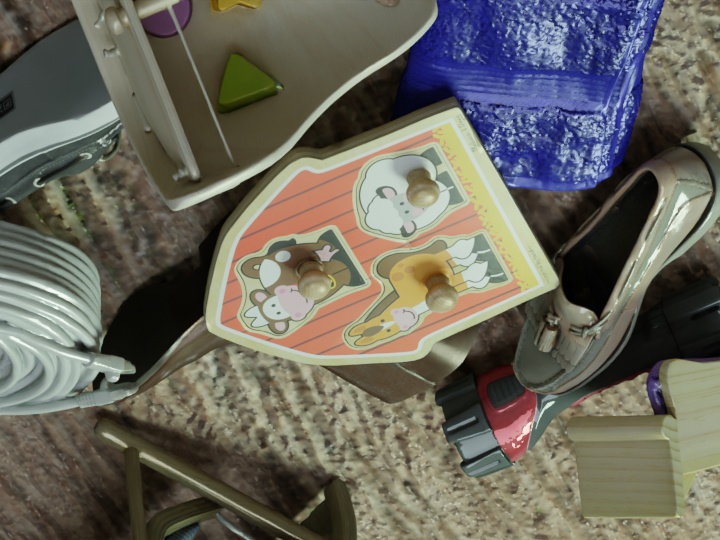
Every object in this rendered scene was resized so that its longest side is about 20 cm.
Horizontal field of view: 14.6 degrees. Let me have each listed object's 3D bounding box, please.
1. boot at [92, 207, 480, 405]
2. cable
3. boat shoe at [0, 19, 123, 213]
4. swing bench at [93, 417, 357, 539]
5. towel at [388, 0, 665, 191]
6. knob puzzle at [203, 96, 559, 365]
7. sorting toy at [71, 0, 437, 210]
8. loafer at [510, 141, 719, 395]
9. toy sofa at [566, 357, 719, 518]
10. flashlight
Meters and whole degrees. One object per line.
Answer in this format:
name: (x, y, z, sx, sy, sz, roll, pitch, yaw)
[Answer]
boot: (-0.044, 0.052, 1.768, 0.199, 0.065, 0.186, 22, 132, -36)
cable: (-0.250, 0.025, 1.654, 0.199, 0.070, 0.200, -11, 151, 30)
boat shoe: (-0.172, -0.079, 1.591, 0.199, 0.070, 0.066, -30, 142, 23)
swing bench: (-0.130, 0.224, 1.886, 0.199, 0.130, 0.199, 18, 131, -28)
towel: (0.099, -0.124, 1.599, 0.147, 0.050, 0.201, -1, 138, -10)
knob puzzle: (0.000, 0.000, 1.659, 0.218, 0.031, 0.220, -8, 137, -7)
sorting toy: (-0.059, -0.156, 1.478, 0.179, 0.201, 0.107, -22, -176, -9)
loafer: (0.145, -0.001, 1.719, 0.063, 0.072, 0.200, -5, 139, -49)
toy sofa: (0.227, 0.096, 1.790, 0.199, 0.098, 0.083, -9, -177, -43)
flashlight: (0.150, 0.069, 1.815, 0.199, 0.068, 0.068, -23, 105, 9)
